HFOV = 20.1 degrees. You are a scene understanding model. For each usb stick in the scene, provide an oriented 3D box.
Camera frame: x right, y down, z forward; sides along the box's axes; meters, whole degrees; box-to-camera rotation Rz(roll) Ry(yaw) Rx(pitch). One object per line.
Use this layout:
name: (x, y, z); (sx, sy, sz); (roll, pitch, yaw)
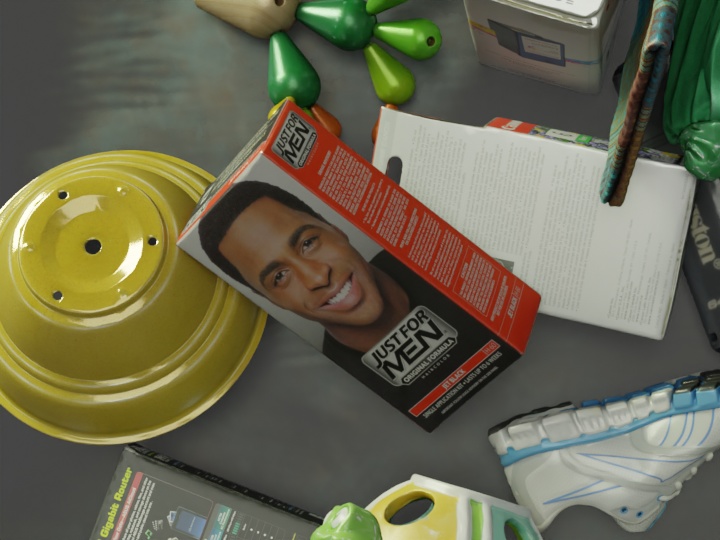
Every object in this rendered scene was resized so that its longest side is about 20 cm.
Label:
usb stick: (0.214, -0.045, 1.277); (0.055, 0.033, 0.201); (-22, 83, 24)

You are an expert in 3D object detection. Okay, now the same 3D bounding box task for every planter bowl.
planter bowl: (-0.158, 0.000, 1.255); (0.199, 0.084, 0.202); (-1, 68, 4)

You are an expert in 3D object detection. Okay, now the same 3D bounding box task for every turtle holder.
turtle holder: (0.032, 0.189, 1.207); (0.184, 0.141, 0.133); (20, 85, -22)

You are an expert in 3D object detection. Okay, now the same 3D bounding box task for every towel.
towel: (0.172, -0.156, 1.195); (0.022, 0.147, 0.201); (13, 53, 4)

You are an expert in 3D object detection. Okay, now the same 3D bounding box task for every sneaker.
sneaker: (0.184, 0.114, 1.255); (0.198, 0.075, 0.087); (-14, 91, 11)

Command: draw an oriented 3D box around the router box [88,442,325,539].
router box: (-0.110, 0.228, 1.267); (0.149, 0.062, 0.201); (21, 87, 6)

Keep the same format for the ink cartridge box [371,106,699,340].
ink cartridge box: (0.104, -0.034, 1.264); (0.198, 0.050, 0.110); (13, 104, 11)

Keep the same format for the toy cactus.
toy cactus: (-0.030, -0.159, 1.290); (0.164, 0.102, 0.202); (17, 95, 16)

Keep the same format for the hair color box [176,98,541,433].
hair color box: (0.000, 0.000, 1.227); (0.200, 0.061, 0.101); (37, 130, -11)

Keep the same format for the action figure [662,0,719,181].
action figure: (0.220, -0.144, 1.231); (0.054, 0.118, 0.201); (24, 67, -20)

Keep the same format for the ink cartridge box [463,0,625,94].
ink cartridge box: (0.124, -0.201, 1.218); (0.087, 0.200, 0.146); (16, 86, 6)
